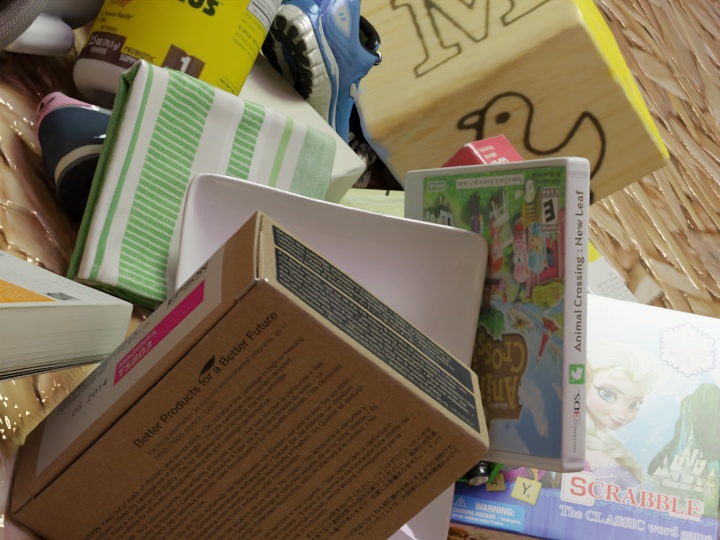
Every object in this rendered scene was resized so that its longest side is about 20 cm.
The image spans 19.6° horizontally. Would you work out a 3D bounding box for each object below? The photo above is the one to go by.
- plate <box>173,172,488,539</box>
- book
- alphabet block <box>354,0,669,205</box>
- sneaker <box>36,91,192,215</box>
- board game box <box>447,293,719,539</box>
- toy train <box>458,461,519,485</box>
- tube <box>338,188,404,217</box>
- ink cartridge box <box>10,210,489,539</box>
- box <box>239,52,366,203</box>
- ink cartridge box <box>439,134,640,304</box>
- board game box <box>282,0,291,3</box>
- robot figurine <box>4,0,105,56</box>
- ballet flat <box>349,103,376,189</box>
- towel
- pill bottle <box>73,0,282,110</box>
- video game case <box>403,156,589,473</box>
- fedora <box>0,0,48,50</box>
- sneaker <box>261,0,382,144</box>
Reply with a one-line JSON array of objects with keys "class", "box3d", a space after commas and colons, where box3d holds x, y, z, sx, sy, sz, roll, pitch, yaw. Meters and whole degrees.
[{"class": "plate", "box3d": [-0.028, 0.059, 1.233, 0.198, 0.032, 0.201, 12, 82, -25]}, {"class": "book", "box3d": [-0.226, 0.014, 1.065, 0.133, 0.048, 0.200, 22, 13, 25]}, {"class": "alphabet block", "box3d": [0.114, -0.158, 1.753, 0.195, 0.199, 0.197, 49, 17, -42]}, {"class": "sneaker", "box3d": [-0.134, -0.070, 1.395, 0.200, 0.070, 0.082, 22, 32, -51]}, {"class": "board game box", "box3d": [0.148, 0.107, 1.432, 0.199, 0.041, 0.201, 10, 56, -4]}, {"class": "toy train", "box3d": [0.066, 0.054, 1.405, 0.056, 0.042, 0.201, -2, 58, -23]}, {"class": "tube", "box3d": [0.000, 0.000, 1.473, 0.058, 0.052, 0.200, 36, 37, -13]}, {"class": "ink cartridge box", "box3d": [-0.058, 0.091, 1.103, 0.165, 0.200, 0.075, 38, 24, -23]}, {"class": "box", "box3d": [-0.096, -0.116, 1.503, 0.200, 0.068, 0.082, 48, 32, 13]}, {"class": "ink cartridge box", "box3d": [0.107, 0.021, 1.576, 0.200, 0.145, 0.083, 51, 21, 9]}, {"class": "board game box", "box3d": [-0.135, -0.238, 1.576, 0.199, 0.028, 0.135, 29, 1, 26]}, {"class": "robot figurine", "box3d": [-0.235, -0.223, 1.404, 0.200, 0.113, 0.171, 7, 62, -58]}, {"class": "ballet flat", "box3d": [-0.008, -0.123, 1.731, 0.067, 0.046, 0.200, 38, 25, -18]}, {"class": "towel", "box3d": [-0.096, -0.041, 1.351, 0.023, 0.154, 0.199, 9, -7, 41]}, {"class": "pill bottle", "box3d": [-0.108, -0.192, 1.413, 0.109, 0.201, 0.109, 23, -11, 4]}, {"class": "video game case", "box3d": [0.079, 0.026, 1.293, 0.022, 0.200, 0.183, 1, 89, -27]}, {"class": "fedora", "box3d": [-0.280, -0.203, 1.267, 0.090, 0.199, 0.178, -165, -119, -76]}, {"class": "sneaker", "box3d": [-0.020, -0.144, 1.566, 0.079, 0.089, 0.200, 44, -21, 21]}]
